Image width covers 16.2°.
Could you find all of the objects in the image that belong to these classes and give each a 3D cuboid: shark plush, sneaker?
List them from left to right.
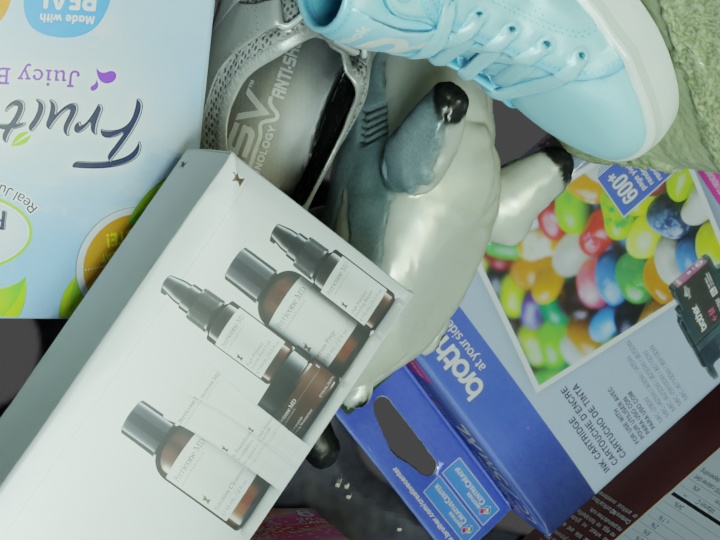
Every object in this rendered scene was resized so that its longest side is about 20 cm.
[{"bbox_3d":[-0.012,-0.096,0.880,0.075,0.082,0.200,10,100,-25],"label":"sneaker"},{"bbox_3d":[0.000,0.000,0.920,0.091,0.083,0.200,5,111,-52],"label":"shark plush"},{"bbox_3d":[0.018,-0.091,0.820,0.200,0.074,0.082,42,63,-18],"label":"sneaker"}]

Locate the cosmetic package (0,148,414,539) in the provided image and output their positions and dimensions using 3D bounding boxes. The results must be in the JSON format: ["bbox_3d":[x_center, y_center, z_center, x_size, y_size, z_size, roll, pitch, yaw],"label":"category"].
[{"bbox_3d":[-0.074,0.064,0.814,0.083,0.051,0.200,37,80,-18],"label":"cosmetic package"}]

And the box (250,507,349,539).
[{"bbox_3d":[-0.094,0.144,0.900,0.200,0.103,0.095,1,102,-22],"label":"box"}]

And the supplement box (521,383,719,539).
[{"bbox_3d":[0.175,0.165,1.002,0.200,0.133,0.197,-39,116,-9],"label":"supplement box"}]

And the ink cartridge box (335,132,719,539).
[{"bbox_3d":[0.085,0.015,0.977,0.200,0.042,0.119,-40,115,-7],"label":"ink cartridge box"}]

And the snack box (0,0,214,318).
[{"bbox_3d":[-0.136,-0.086,0.839,0.169,0.068,0.200,0,106,-24],"label":"snack box"}]

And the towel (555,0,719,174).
[{"bbox_3d":[0.089,-0.111,0.848,0.036,0.148,0.200,-41,124,-27],"label":"towel"}]
